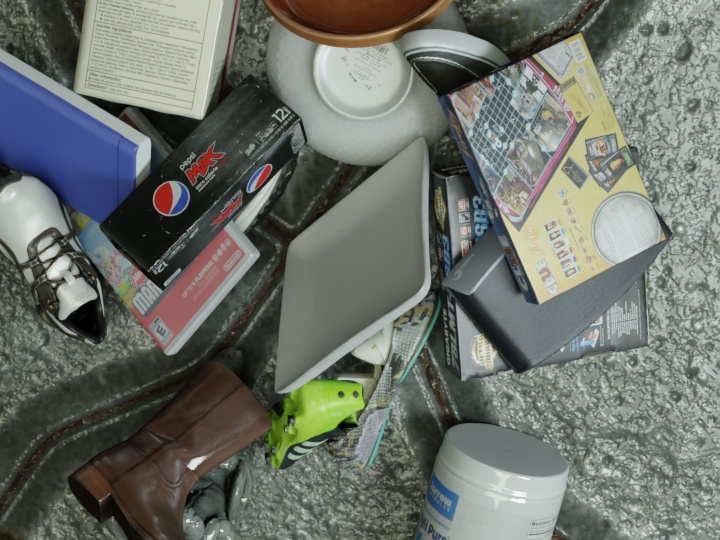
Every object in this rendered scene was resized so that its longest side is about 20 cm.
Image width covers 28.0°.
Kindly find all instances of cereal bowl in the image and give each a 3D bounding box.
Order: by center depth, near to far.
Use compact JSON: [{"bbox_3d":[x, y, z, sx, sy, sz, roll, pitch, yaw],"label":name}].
[{"bbox_3d":[0.005,-0.192,1.352,0.199,0.083,0.201,1,104,6],"label":"cereal bowl"}]

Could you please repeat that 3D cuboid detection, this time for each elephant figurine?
[{"bbox_3d":[-0.162,0.206,1.451,0.155,0.200,0.142,-27,118,37],"label":"elephant figurine"}]

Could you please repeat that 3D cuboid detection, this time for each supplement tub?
[{"bbox_3d":[0.120,0.267,1.426,0.132,0.132,0.201,13,104,2],"label":"supplement tub"}]

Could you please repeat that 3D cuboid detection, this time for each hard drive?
[{"bbox_3d":[0.187,-0.010,1.319,0.200,0.042,0.135,-42,110,-6],"label":"hard drive"},{"bbox_3d":[-0.283,-0.120,1.360,0.200,0.025,0.132,31,141,17],"label":"hard drive"}]

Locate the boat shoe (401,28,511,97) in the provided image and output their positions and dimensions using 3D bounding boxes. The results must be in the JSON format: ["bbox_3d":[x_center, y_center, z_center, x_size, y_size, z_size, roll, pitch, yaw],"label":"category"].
[{"bbox_3d":[0.108,-0.161,1.301,0.069,0.200,0.057,-8,71,39],"label":"boat shoe"}]

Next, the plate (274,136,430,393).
[{"bbox_3d":[0.000,0.000,1.325,0.032,0.200,0.199,34,127,-28],"label":"plate"}]

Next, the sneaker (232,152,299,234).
[{"bbox_3d":[-0.135,-0.062,1.402,0.079,0.074,0.200,43,104,0],"label":"sneaker"}]

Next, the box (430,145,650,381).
[{"bbox_3d":[0.171,-0.010,1.362,0.198,0.050,0.201,-10,104,-14],"label":"box"}]

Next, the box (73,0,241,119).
[{"bbox_3d":[-0.180,-0.254,1.340,0.128,0.109,0.201,13,104,3],"label":"box"}]

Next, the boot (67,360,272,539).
[{"bbox_3d":[-0.140,0.190,1.338,0.186,0.200,0.064,42,146,18],"label":"boot"}]

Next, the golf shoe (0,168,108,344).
[{"bbox_3d":[-0.290,-0.010,1.378,0.078,0.094,0.200,-38,136,-16],"label":"golf shoe"}]

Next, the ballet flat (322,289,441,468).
[{"bbox_3d":[0.013,0.103,1.425,0.072,0.072,0.201,23,105,-1],"label":"ballet flat"}]

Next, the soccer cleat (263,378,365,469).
[{"bbox_3d":[-0.048,0.150,1.398,0.081,0.200,0.068,-3,73,-16],"label":"soccer cleat"}]

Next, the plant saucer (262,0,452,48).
[{"bbox_3d":[0.002,-0.284,1.305,0.200,0.032,0.201,-4,63,8],"label":"plant saucer"}]

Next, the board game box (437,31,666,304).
[{"bbox_3d":[0.168,-0.089,1.261,0.135,0.035,0.200,-26,99,-11],"label":"board game box"}]

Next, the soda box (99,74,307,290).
[{"bbox_3d":[-0.142,-0.081,1.323,0.071,0.063,0.200,41,80,16],"label":"soda box"}]

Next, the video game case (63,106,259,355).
[{"bbox_3d":[-0.202,-0.038,1.393,0.200,0.017,0.143,49,114,16],"label":"video game case"}]
